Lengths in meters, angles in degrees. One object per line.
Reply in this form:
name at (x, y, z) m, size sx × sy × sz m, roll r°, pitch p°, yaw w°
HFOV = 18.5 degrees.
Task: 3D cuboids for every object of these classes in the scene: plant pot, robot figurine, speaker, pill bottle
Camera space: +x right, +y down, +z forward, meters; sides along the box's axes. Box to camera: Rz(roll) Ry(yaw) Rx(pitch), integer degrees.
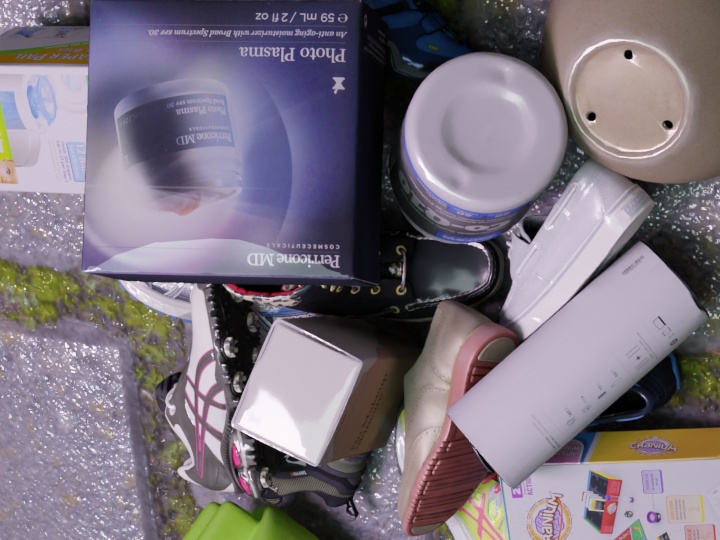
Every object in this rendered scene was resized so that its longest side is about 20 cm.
plant pot at (0.209, -0.141, 1.554) m, size 0.200 × 0.134 × 0.200 m, roll 12°, pitch 120°, yaw 22°
robot figurine at (-0.064, 0.282, 1.905) m, size 0.200 × 0.116 × 0.175 m, roll 39°, pitch 160°, yaw -14°
speaker at (0.161, 0.072, 1.657) m, size 0.200 × 0.081 × 0.081 m, roll -42°, pitch 91°, yaw 1°
pill bottle at (0.080, -0.081, 1.606) m, size 0.114 × 0.200 × 0.114 m, roll 1°, pitch 81°, yaw -4°

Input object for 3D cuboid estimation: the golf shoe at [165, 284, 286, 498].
golf shoe at (-0.123, 0.093, 1.796) m, size 0.088 × 0.077 × 0.200 m, roll 0°, pitch 111°, yaw 21°

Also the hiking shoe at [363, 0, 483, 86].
hiking shoe at (0.017, -0.206, 1.660) m, size 0.200 × 0.074 × 0.087 m, roll 31°, pitch 113°, yaw 3°

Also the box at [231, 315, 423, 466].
box at (-0.022, 0.091, 1.738) m, size 0.078 × 0.200 × 0.095 m, roll 25°, pitch 98°, yaw 14°

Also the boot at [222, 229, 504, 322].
boot at (-0.001, 0.002, 1.705) m, size 0.203 × 0.154 × 0.074 m, roll -1°, pitch 87°, yaw 15°

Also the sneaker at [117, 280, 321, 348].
sneaker at (-0.114, 0.002, 1.839) m, size 0.200 × 0.077 × 0.085 m, roll 26°, pitch 117°, yaw 4°

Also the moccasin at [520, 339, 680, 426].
moccasin at (0.148, 0.088, 1.739) m, size 0.200 × 0.068 × 0.081 m, roll -11°, pitch 108°, yaw 31°

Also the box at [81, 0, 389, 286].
box at (-0.087, -0.090, 1.587) m, size 0.200 × 0.123 × 0.199 m, roll 1°, pitch 89°, yaw 9°

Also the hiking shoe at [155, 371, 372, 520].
hiking shoe at (-0.089, 0.152, 1.890) m, size 0.200 × 0.076 × 0.101 m, roll 19°, pitch 118°, yaw 17°

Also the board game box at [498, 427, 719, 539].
board game box at (0.215, 0.196, 1.731) m, size 0.200 × 0.040 × 0.153 m, roll -3°, pitch 122°, yaw 11°

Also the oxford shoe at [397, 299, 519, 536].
oxford shoe at (0.065, 0.116, 1.740) m, size 0.074 × 0.071 × 0.200 m, roll 40°, pitch 120°, yaw 39°

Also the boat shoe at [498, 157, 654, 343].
boat shoe at (0.146, -0.014, 1.673) m, size 0.069 × 0.072 × 0.200 m, roll 46°, pitch 147°, yaw 8°

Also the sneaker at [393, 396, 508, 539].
sneaker at (0.103, 0.174, 1.809) m, size 0.090 × 0.078 × 0.200 m, roll -26°, pitch 108°, yaw 30°

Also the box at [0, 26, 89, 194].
box at (-0.212, -0.128, 1.763) m, size 0.200 × 0.101 × 0.113 m, roll 4°, pitch 116°, yaw 27°
